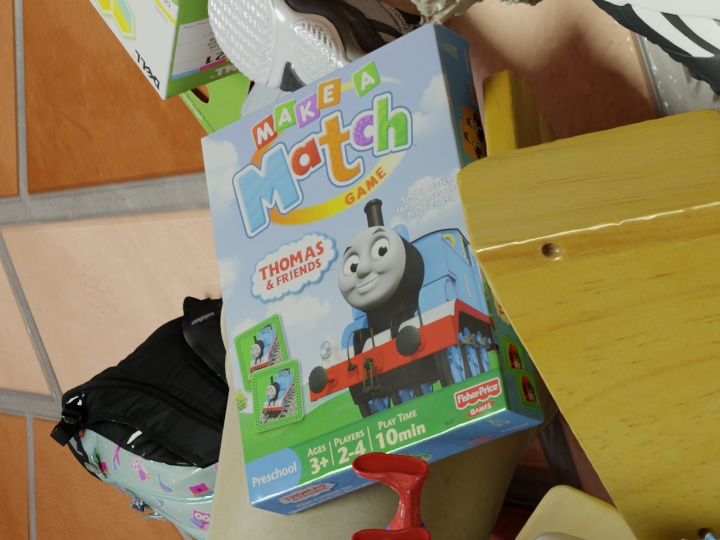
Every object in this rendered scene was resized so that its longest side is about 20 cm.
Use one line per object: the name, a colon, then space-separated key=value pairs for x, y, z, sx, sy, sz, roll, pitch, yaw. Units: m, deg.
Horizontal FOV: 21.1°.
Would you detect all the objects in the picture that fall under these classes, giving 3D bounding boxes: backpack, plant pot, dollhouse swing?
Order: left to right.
backpack: x=-0.111 y=0.120 z=1.434 sx=0.200 sy=0.167 sz=0.127 roll=21 pitch=149 yaw=51
plant pot: x=0.000 y=0.115 z=1.038 sx=0.200 sy=0.184 sz=0.201 roll=9 pitch=142 yaw=7
dollhouse swing: x=0.152 y=-0.004 z=0.895 sx=0.181 sy=0.176 sz=0.200 roll=-12 pitch=127 yaw=29

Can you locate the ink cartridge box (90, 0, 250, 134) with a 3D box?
ink cartridge box: x=-0.138 y=-0.173 z=1.306 sx=0.148 sy=0.076 sz=0.200 roll=52 pitch=149 yaw=26

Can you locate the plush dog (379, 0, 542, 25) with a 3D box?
plush dog: x=0.050 y=-0.220 z=0.857 sx=0.160 sy=0.200 sz=0.172 roll=-41 pitch=83 yaw=28

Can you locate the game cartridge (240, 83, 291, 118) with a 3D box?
game cartridge: x=-0.030 y=-0.047 z=1.157 sx=0.133 sy=0.041 sz=0.200 roll=122 pitch=143 yaw=-61

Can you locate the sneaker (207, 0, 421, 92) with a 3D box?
sneaker: x=0.019 y=-0.107 z=1.042 sx=0.200 sy=0.114 sz=0.076 roll=45 pitch=137 yaw=15

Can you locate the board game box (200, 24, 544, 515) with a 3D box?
board game box: x=0.000 y=0.000 z=0.935 sx=0.151 sy=0.037 sz=0.200 roll=-24 pitch=63 yaw=30

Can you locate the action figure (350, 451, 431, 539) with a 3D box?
action figure: x=-0.016 y=0.168 z=0.910 sx=0.200 sy=0.099 sz=0.065 roll=88 pitch=-176 yaw=-46

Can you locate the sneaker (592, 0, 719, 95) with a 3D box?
sneaker: x=0.168 y=-0.078 z=0.824 sx=0.200 sy=0.073 sz=0.112 roll=24 pitch=130 yaw=52

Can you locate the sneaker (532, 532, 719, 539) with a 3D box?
sneaker: x=0.174 y=0.136 z=0.852 sx=0.200 sy=0.105 sz=0.076 roll=23 pitch=-176 yaw=8

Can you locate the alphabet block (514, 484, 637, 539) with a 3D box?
alphabet block: x=0.126 y=0.262 z=0.948 sx=0.195 sy=0.200 sz=0.197 roll=26 pitch=149 yaw=19
